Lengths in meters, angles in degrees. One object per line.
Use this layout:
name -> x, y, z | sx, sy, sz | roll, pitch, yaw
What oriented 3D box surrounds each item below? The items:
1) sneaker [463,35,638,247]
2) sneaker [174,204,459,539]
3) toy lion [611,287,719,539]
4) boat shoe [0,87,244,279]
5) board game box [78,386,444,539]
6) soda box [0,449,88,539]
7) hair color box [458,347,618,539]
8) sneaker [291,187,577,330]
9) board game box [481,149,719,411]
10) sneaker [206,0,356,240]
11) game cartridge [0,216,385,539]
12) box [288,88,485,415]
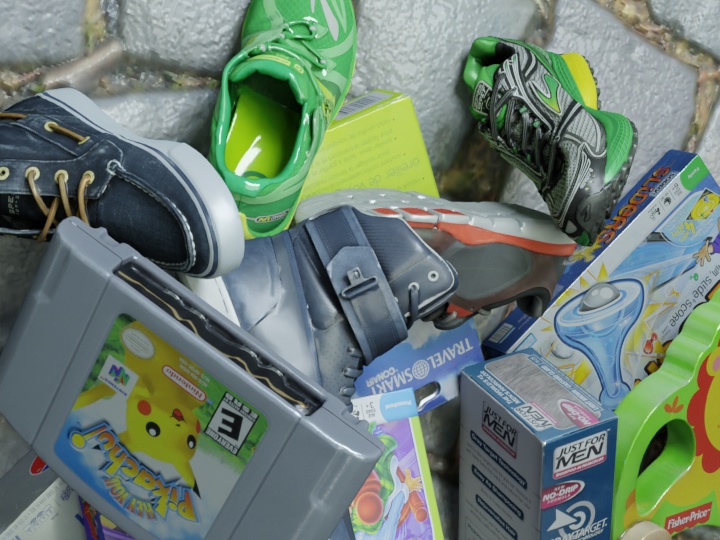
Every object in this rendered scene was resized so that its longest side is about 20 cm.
sneaker -> 0.109, -0.081, 1.039 | 0.085, 0.200, 0.078 | 14, 116, -19
sneaker -> 0.000, 0.063, 0.927 | 0.146, 0.077, 0.203 | -21, 88, -11
toy lion -> 0.239, 0.106, 1.174 | 0.200, 0.069, 0.192 | -11, 115, -39
boat shoe -> -0.150, -0.036, 0.896 | 0.091, 0.200, 0.071 | -22, 125, -33
board game box -> -0.053, 0.152, 0.968 | 0.199, 0.045, 0.135 | -10, 85, -23
soda box -> -0.138, 0.105, 1.006 | 0.200, 0.068, 0.063 | -45, 113, -14
hair color box -> 0.113, 0.163, 1.104 | 0.060, 0.100, 0.201 | -16, 122, -25
sneaker -> 0.047, -0.001, 1.028 | 0.199, 0.077, 0.082 | 5, 103, -29
board game box -> 0.195, 0.032, 1.185 | 0.200, 0.034, 0.135 | -45, 116, -13
sneaker -> -0.042, -0.107, 0.977 | 0.074, 0.084, 0.201 | 14, 63, -4
game cartridge -> -0.097, 0.079, 0.864 | 0.040, 0.200, 0.134 | -42, 165, -53
box -> 0.000, 0.000, 1.069 | 0.122, 0.048, 0.201 | -25, 110, -21
